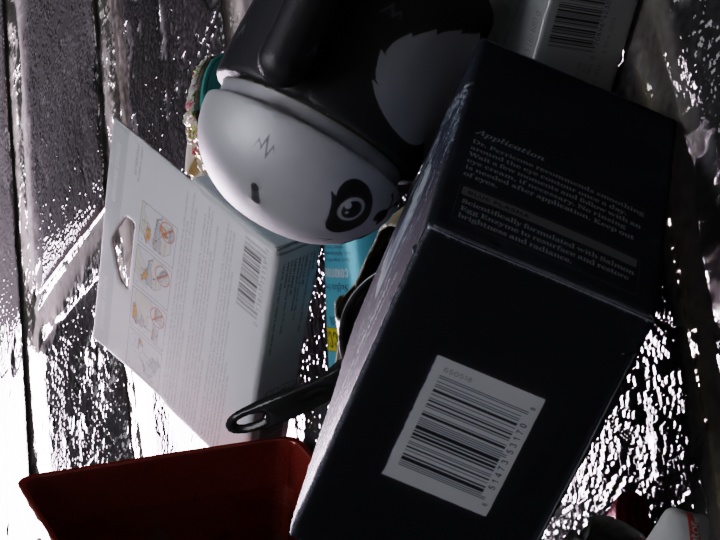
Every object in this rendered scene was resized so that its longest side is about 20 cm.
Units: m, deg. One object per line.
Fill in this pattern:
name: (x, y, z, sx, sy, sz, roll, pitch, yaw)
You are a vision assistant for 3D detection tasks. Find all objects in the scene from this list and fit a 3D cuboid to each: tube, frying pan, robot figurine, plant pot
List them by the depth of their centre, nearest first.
robot figurine: (-0.004, -0.112, 1.155, 0.125, 0.150, 0.201, 14, 74, 60)
frying pan: (0.022, 0.063, 1.239, 0.190, 0.115, 0.031, -44, 12, 32)
tube: (0.000, 0.000, 1.380, 0.077, 0.050, 0.202, -177, 87, -69)
plant pot: (-0.099, 0.238, 1.382, 0.200, 0.198, 0.178, -139, 47, -58)

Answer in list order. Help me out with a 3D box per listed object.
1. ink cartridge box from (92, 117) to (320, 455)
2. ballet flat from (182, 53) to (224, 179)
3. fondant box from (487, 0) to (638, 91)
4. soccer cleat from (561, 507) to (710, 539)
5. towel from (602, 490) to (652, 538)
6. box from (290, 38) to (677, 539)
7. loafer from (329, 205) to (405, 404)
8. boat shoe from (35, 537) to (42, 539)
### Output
ink cartridge box: (-0.110, 0.013, 1.482, 0.173, 0.043, 0.201, 40, 136, 32)
ballet flat: (-0.096, -0.067, 1.542, 0.064, 0.075, 0.201, -44, 44, 33)
fondant box: (0.080, -0.157, 1.227, 0.200, 0.058, 0.146, -132, 52, -57)
soccer cleat: (0.107, 0.166, 1.061, 0.200, 0.068, 0.086, -26, 53, 57)
towel: (0.114, 0.226, 1.126, 0.201, 0.022, 0.146, -58, 36, 43)
box: (0.063, 0.026, 1.077, 0.200, 0.117, 0.198, -71, 4, -58)
loafer: (0.015, 0.042, 1.291, 0.075, 0.068, 0.202, 33, 115, 40)
boat shoe: (-0.195, 0.254, 1.303, 0.072, 0.060, 0.203, -133, 32, -53)
